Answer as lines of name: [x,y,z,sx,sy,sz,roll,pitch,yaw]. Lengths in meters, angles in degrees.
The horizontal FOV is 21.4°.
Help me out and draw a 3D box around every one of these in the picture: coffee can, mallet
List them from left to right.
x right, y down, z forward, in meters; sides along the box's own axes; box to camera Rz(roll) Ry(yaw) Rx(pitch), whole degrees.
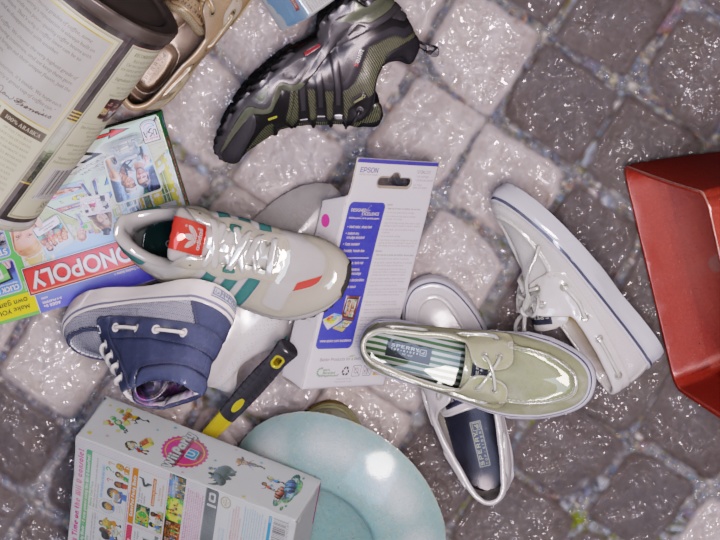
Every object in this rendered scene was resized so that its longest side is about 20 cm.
coffee can: [-0.258,-0.153,1.481,0.146,0.147,0.200,38,106,-7]
mallet: [-0.109,0.133,1.604,0.066,0.041,0.200,44,120,-11]

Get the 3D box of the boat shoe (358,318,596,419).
boat shoe: [0.092,0.082,1.542,0.198,0.062,0.073,8,95,7]

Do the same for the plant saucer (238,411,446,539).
plant saucer: [-0.027,0.213,1.601,0.199,0.039,0.203,14,126,20]

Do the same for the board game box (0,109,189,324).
board game box: [-0.243,-0.043,1.602,0.198,0.029,0.136,-16,101,5]

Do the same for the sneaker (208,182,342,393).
sneaker: [-0.073,0.016,1.600,0.088,0.075,0.200,39,98,-27]

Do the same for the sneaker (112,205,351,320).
sneaker: [-0.108,-0.010,1.510,0.198,0.093,0.071,12,83,25]

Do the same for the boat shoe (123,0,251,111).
boat shoe: [-0.132,-0.214,1.543,0.071,0.065,0.201,29,100,-5]

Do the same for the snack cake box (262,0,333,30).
snack cake box: [-0.064,-0.307,1.498,0.115,0.067,0.201,-37,101,-20]

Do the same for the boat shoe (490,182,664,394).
boat shoe: [0.160,0.025,1.584,0.086,0.075,0.202,-43,105,-8]

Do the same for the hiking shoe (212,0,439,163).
hiking shoe: [-0.032,-0.141,1.552,0.200,0.076,0.101,-41,103,16]

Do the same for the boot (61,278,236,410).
boot: [-0.187,0.066,1.544,0.073,0.199,0.091,37,57,-32]

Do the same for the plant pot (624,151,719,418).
plant pot: [0.343,-0.002,1.525,0.174,0.200,0.202,-16,102,-7]

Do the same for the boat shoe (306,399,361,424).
boat shoe: [0.011,0.206,1.634,0.073,0.063,0.202,-28,100,7]

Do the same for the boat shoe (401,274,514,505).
boat shoe: [0.088,0.102,1.608,0.073,0.065,0.202,-22,101,6]

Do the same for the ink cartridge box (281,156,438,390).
ink cartridge box: [0.000,0.000,1.573,0.094,0.037,0.202,0,112,-43]

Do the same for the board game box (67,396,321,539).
board game box: [-0.142,0.209,1.588,0.198,0.064,0.149,19,126,10]
